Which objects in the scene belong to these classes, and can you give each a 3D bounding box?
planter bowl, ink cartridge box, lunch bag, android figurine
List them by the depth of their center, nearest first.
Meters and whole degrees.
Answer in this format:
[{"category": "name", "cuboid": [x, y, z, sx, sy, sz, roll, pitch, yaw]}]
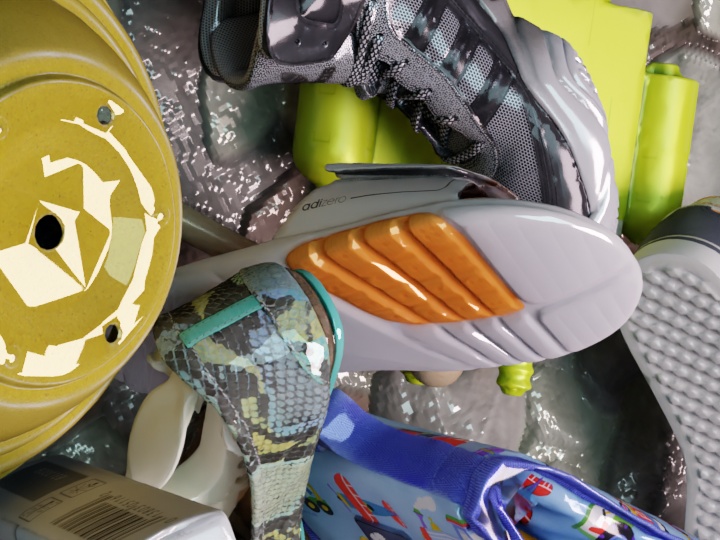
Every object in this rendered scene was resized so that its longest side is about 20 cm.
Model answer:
[{"category": "planter bowl", "cuboid": [-0.115, -0.015, 0.697, 0.200, 0.083, 0.202, -10, 105, -43]}, {"category": "ink cartridge box", "cuboid": [-0.061, 0.167, 0.762, 0.047, 0.160, 0.201, -22, 101, -24]}, {"category": "lunch bag", "cuboid": [0.054, 0.103, 0.850, 0.200, 0.150, 0.094, 42, 74, -30]}, {"category": "android figurine", "cuboid": [0.053, -0.052, 0.913, 0.181, 0.041, 0.201, 11, 87, -30]}]

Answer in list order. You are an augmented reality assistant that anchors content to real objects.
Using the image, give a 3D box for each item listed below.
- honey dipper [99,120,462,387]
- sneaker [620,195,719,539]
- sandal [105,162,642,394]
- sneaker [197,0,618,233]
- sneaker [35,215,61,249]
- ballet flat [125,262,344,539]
[{"category": "honey dipper", "cuboid": [-0.044, -0.007, 0.844, 0.199, 0.038, 0.038, 28, 80, -18]}, {"category": "sneaker", "cuboid": [0.166, 0.063, 0.934, 0.079, 0.078, 0.201, -49, 125, -52]}, {"category": "sandal", "cuboid": [-0.004, -0.005, 0.802, 0.079, 0.206, 0.059, 59, 32, -43]}, {"category": "sneaker", "cuboid": [0.009, -0.072, 0.825, 0.114, 0.075, 0.201, -29, 98, -25]}, {"category": "sneaker", "cuboid": [-0.174, -0.035, 0.751, 0.200, 0.078, 0.071, 21, 81, -44]}, {"category": "ballet flat", "cuboid": [-0.053, 0.075, 0.803, 0.074, 0.074, 0.201, -22, 142, -26]}]
